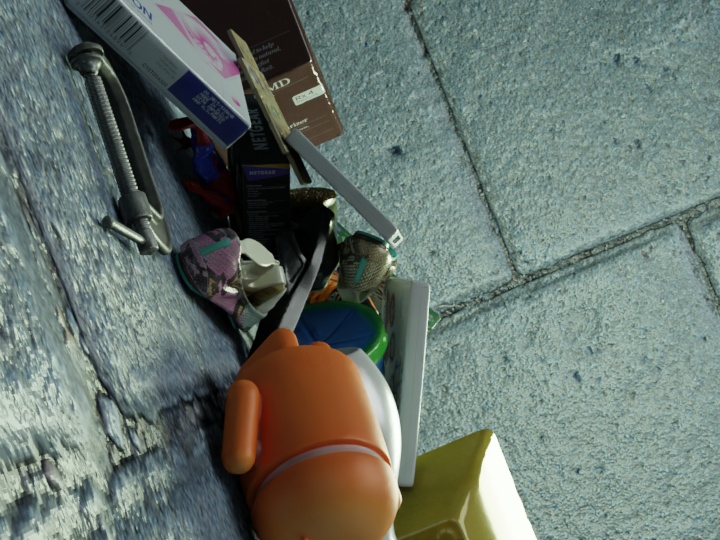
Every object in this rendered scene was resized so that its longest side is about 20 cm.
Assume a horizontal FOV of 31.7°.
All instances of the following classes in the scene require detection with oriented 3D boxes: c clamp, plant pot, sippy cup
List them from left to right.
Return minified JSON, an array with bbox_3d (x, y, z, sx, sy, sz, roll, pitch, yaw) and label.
[{"bbox_3d":[-0.179,-0.094,0.957,0.171,0.027,0.201,61,8,-69],"label":"c clamp"},{"bbox_3d":[-0.031,0.121,1.272,0.178,0.138,0.131,-66,149,-55],"label":"sippy cup"},{"bbox_3d":[0.074,0.297,1.271,0.200,0.194,0.196,-15,83,-82],"label":"plant pot"}]

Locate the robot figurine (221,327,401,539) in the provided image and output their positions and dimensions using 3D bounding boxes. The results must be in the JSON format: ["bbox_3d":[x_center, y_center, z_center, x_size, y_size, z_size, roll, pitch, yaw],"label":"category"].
[{"bbox_3d":[-0.040,0.139,0.962,0.144,0.116,0.201,74,-4,-48],"label":"robot figurine"}]

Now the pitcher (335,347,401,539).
[{"bbox_3d":[-0.026,0.177,1.092,0.171,0.120,0.202,-20,99,-72],"label":"pitcher"}]

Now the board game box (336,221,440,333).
[{"bbox_3d":[-0.013,0.033,1.561,0.200,0.135,0.029,43,42,2],"label":"board game box"}]

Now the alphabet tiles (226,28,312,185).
[{"bbox_3d":[-0.091,-0.164,1.304,0.200,0.006,0.167,-73,138,-86],"label":"alphabet tiles"}]

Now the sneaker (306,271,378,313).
[{"bbox_3d":[-0.046,0.017,1.471,0.199,0.078,0.112,36,-7,-6],"label":"sneaker"}]

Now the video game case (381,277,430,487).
[{"bbox_3d":[0.039,0.109,1.323,0.182,0.023,0.202,-172,-92,-83],"label":"video game case"}]

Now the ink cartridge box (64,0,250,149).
[{"bbox_3d":[-0.185,-0.228,1.147,0.196,0.043,0.201,42,19,-34],"label":"ink cartridge box"}]

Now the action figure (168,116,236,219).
[{"bbox_3d":[-0.159,-0.109,1.284,0.200,0.051,0.066,73,2,-60],"label":"action figure"}]

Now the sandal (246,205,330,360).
[{"bbox_3d":[-0.075,0.005,1.234,0.048,0.075,0.201,31,49,-17],"label":"sandal"}]

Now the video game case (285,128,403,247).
[{"bbox_3d":[-0.013,-0.082,1.326,0.143,0.018,0.200,45,1,3],"label":"video game case"}]

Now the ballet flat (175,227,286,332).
[{"bbox_3d":[-0.106,0.008,1.136,0.200,0.071,0.070,61,6,-73],"label":"ballet flat"}]

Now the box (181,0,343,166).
[{"bbox_3d":[-0.138,-0.254,1.630,0.200,0.165,0.165,61,8,-67],"label":"box"}]

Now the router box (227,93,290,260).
[{"bbox_3d":[-0.113,-0.084,1.381,0.200,0.052,0.158,-110,-161,-59],"label":"router box"}]

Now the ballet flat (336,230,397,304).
[{"bbox_3d":[0.000,0.000,1.331,0.200,0.067,0.076,2,110,-88],"label":"ballet flat"}]

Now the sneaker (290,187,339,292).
[{"bbox_3d":[-0.058,-0.034,1.425,0.200,0.066,0.091,-103,-168,-75],"label":"sneaker"}]
